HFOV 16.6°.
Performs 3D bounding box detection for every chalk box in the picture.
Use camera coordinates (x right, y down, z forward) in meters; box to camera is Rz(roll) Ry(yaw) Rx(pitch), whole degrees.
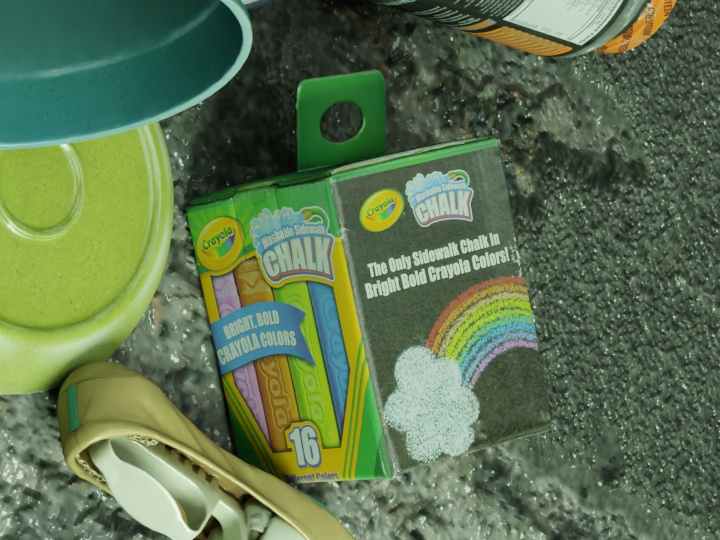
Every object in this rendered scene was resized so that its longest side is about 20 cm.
[{"bbox_3d":[0.000,0.000,1.273,0.125,0.124,0.201,-13,92,-41],"label":"chalk box"}]

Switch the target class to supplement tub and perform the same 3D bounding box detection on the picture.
[{"bbox_3d":[0.080,-0.189,1.370,0.199,0.122,0.123,12,76,-41],"label":"supplement tub"}]

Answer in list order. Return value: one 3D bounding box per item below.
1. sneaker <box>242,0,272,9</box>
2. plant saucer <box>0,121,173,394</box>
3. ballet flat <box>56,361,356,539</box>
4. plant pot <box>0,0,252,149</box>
[{"bbox_3d":[-0.112,-0.187,1.243,0.199,0.109,0.070,17,74,-8],"label":"sneaker"},{"bbox_3d":[-0.163,-0.041,1.193,0.199,0.031,0.201,6,81,-41],"label":"plant saucer"},{"bbox_3d":[-0.075,0.123,1.224,0.200,0.069,0.063,38,27,-24],"label":"ballet flat"},{"bbox_3d":[-0.158,-0.177,1.089,0.200,0.200,0.189,8,66,-41],"label":"plant pot"}]
